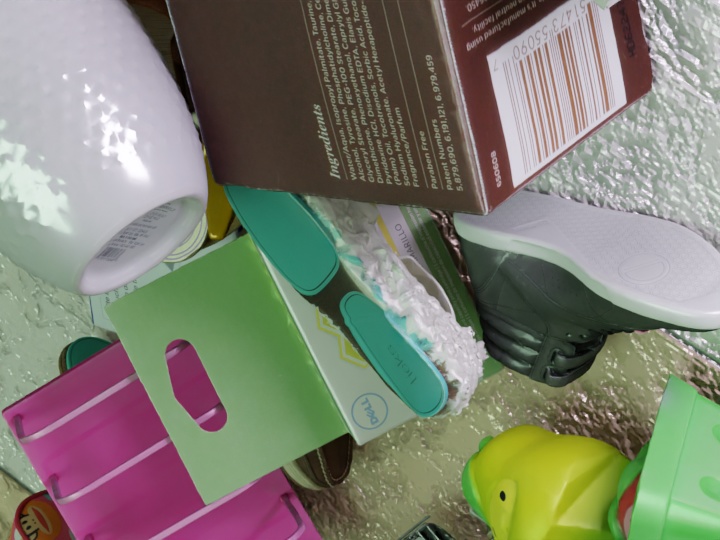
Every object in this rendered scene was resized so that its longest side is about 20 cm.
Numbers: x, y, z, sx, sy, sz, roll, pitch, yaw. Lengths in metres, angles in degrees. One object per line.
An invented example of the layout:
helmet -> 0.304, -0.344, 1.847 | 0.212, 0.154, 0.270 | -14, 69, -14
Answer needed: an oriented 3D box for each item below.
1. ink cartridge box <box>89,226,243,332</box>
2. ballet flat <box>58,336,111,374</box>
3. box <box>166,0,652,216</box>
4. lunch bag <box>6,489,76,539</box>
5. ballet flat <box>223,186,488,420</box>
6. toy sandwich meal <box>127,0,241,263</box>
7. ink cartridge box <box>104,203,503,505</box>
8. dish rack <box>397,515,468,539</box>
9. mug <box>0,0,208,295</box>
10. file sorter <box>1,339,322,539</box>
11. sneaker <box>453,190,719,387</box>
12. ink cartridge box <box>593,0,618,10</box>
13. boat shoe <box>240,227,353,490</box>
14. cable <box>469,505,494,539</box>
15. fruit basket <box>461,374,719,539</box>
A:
ink cartridge box -> -0.145, -0.041, 1.788 | 0.199, 0.041, 0.201 | 19, 128, 34
ballet flat -> -0.135, 0.128, 1.882 | 0.200, 0.068, 0.073 | 35, 144, 15
box -> 0.023, -0.144, 1.464 | 0.199, 0.166, 0.165 | 8, 122, 39
lunch bag -> -0.142, 0.233, 1.875 | 0.200, 0.175, 0.082 | 56, 138, 29
ballet flat -> 0.000, 0.000, 1.576 | 0.200, 0.072, 0.072 | 51, 139, -1
toy sandwich meal -> -0.143, -0.092, 1.649 | 0.204, 0.070, 0.206 | 5, 115, 12
ink cartridge box -> -0.034, 0.040, 1.631 | 0.146, 0.199, 0.048 | 63, 174, -11
dish rack -> 0.051, 0.244, 1.787 | 0.154, 0.055, 0.200 | 50, 137, 4
mug -> -0.164, -0.075, 1.525 | 0.176, 0.147, 0.200 | 53, -179, 16
file sorter -> -0.117, 0.147, 1.721 | 0.201, 0.139, 0.125 | 60, 175, -10
sneaker -> 0.140, 0.023, 1.544 | 0.199, 0.071, 0.100 | 19, 130, 42
ink cartridge box -> 0.106, -0.243, 1.333 | 0.200, 0.146, 0.084 | 46, 140, 11
boat shoe -> -0.023, 0.056, 1.717 | 0.074, 0.075, 0.203 | 4, 126, 25
cable -> 0.153, 0.206, 1.684 | 0.200, 0.050, 0.097 | 41, 106, -6
fruit basket -> 0.145, 0.163, 1.565 | 0.214, 0.156, 0.217 | 8, 123, 12
